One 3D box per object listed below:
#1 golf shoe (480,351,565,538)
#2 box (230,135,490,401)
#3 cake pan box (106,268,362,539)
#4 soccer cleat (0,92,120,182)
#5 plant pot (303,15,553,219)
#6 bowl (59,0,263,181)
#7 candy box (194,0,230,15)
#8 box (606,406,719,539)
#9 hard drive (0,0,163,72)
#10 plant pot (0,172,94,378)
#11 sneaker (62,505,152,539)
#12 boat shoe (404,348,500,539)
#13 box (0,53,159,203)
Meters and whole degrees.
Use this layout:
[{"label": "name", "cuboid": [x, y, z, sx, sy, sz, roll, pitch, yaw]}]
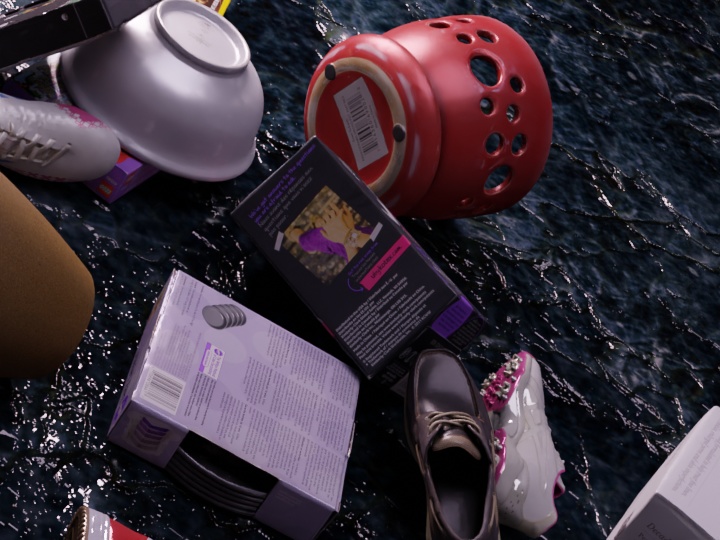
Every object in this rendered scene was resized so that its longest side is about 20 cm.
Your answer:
[{"label": "golf shoe", "cuboid": [0.138, 0.153, 1.786, 0.091, 0.075, 0.200, 37, 37, -15]}, {"label": "box", "cuboid": [0.000, 0.000, 1.775, 0.200, 0.106, 0.122, 49, 4, 22]}, {"label": "cake pan box", "cuboid": [-0.094, 0.107, 1.622, 0.184, 0.052, 0.200, 27, 31, -11]}, {"label": "soccer cleat", "cuboid": [-0.295, -0.111, 1.696, 0.199, 0.070, 0.086, 17, 18, -16]}, {"label": "plant pot", "cuboid": [0.056, -0.144, 1.992, 0.182, 0.201, 0.201, -11, 53, -41]}, {"label": "bowl", "cuboid": [-0.161, -0.179, 1.836, 0.201, 0.090, 0.201, 27, 32, -18]}, {"label": "candy box", "cuboid": [-0.193, -0.261, 2.061, 0.102, 0.026, 0.200, 28, 30, -7]}, {"label": "box", "cuboid": [0.319, 0.255, 1.760, 0.200, 0.131, 0.199, 41, 30, 7]}, {"label": "hard drive", "cuboid": [-0.268, -0.209, 1.755, 0.038, 0.199, 0.140, 67, 25, -14]}, {"label": "plant pot", "cuboid": [-0.293, -0.003, 1.466, 0.200, 0.186, 0.187, 30, 28, -37]}, {"label": "sneaker", "cuboid": [-0.146, 0.243, 1.355, 0.112, 0.071, 0.200, 22, 30, -17]}, {"label": "boat shoe", "cuboid": [0.081, 0.147, 1.660, 0.074, 0.073, 0.201, -7, 61, -9]}, {"label": "box", "cuboid": [-0.224, -0.145, 1.852, 0.137, 0.039, 0.200, 39, 30, 5]}]
